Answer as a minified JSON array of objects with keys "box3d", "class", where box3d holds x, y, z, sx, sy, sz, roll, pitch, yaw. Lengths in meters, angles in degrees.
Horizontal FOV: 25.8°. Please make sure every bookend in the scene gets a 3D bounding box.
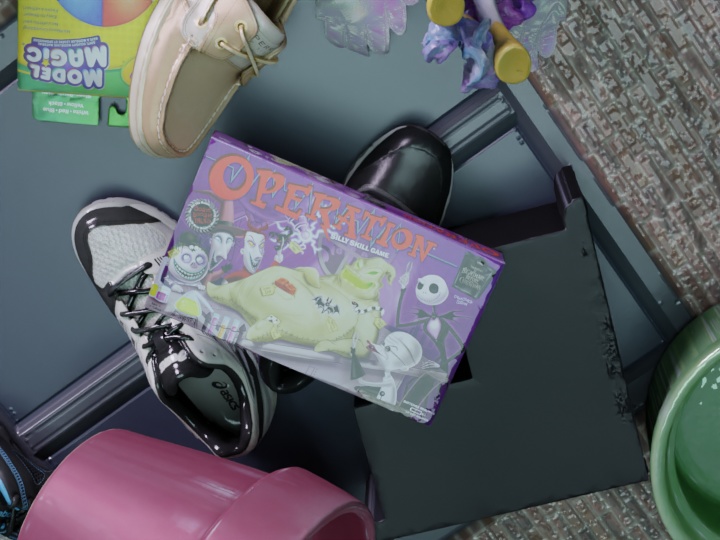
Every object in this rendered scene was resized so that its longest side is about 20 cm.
[{"box3d":[0.074,0.058,1.061,0.198,0.092,0.200,-15,106,6],"class":"bookend"}]

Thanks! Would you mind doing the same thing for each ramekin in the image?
[{"box3d":[0.289,0.111,1.074,0.198,0.098,0.202,0,108,0],"class":"ramekin"}]

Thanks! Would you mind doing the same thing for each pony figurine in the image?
[{"box3d":[0.061,-0.193,0.948,0.165,0.201,0.195,0,124,-7],"class":"pony figurine"}]

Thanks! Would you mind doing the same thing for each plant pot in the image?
[{"box3d":[-0.115,0.198,1.011,0.178,0.200,0.202,26,109,23],"class":"plant pot"}]

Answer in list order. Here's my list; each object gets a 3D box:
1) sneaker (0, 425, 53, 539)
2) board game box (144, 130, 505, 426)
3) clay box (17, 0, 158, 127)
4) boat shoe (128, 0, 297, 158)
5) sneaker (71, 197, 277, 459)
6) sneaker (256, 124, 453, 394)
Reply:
[{"box3d":[-0.234,0.169,1.103,0.199,0.082,0.073,33,103,-11],"class":"sneaker"},{"box3d":[-0.023,0.006,0.988,0.198,0.032,0.121,22,101,-4],"class":"board game box"},{"box3d":[-0.160,-0.187,1.006,0.114,0.048,0.202,3,107,-1],"class":"clay box"},{"box3d":[-0.076,-0.157,0.969,0.069,0.074,0.201,23,88,31],"class":"boat shoe"},{"box3d":[-0.123,0.039,1.058,0.075,0.088,0.200,-35,103,13],"class":"sneaker"},{"box3d":[0.000,0.000,1.044,0.075,0.088,0.201,30,105,-9],"class":"sneaker"}]
